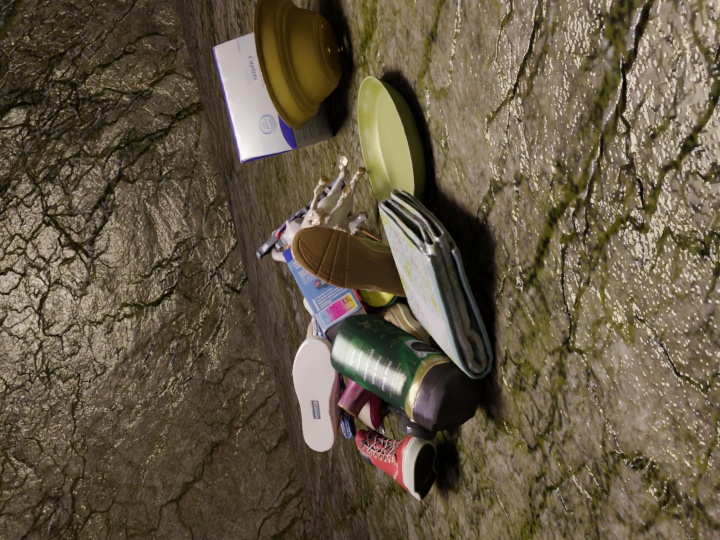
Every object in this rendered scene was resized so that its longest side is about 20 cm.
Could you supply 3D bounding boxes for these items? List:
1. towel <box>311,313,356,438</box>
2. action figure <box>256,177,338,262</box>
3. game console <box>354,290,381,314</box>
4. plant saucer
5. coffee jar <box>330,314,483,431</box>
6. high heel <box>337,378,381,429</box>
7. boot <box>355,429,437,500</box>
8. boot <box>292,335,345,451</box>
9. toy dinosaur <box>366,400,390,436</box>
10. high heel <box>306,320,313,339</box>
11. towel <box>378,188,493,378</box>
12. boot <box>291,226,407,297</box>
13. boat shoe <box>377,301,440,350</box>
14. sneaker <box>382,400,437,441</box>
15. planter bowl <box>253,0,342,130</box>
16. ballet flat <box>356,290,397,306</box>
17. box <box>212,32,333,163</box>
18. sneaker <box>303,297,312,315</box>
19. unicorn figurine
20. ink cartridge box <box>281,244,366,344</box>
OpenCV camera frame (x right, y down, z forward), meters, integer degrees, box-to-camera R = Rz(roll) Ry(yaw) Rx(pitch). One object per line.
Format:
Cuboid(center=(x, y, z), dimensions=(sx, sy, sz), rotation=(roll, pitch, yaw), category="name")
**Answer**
Cuboid(center=(-0.047, 0.177, 1.406), dimensions=(0.147, 0.023, 0.204), rotation=(-107, 1, -77), category="towel")
Cuboid(center=(-0.075, -0.057, 1.434), dimensions=(0.105, 0.200, 0.193), rotation=(47, -175, 23), category="action figure")
Cuboid(center=(0.026, 0.131, 1.456), dimensions=(0.200, 0.031, 0.180), rotation=(-150, 41, -71), category="game console")
Cuboid(center=(0.044, -0.158, 1.072), dimensions=(0.200, 0.031, 0.204), rotation=(164, 91, -75), category="plant saucer")
Cuboid(center=(0.059, 0.132, 1.050), dimensions=(0.198, 0.103, 0.087), rotation=(27, 105, 40), category="coffee jar")
Cuboid(center=(0.015, 0.190, 1.282), dimensions=(0.067, 0.097, 0.200), rotation=(28, 169, 23), category="high heel")
Cuboid(center=(0.046, 0.285, 1.274), dimensions=(0.143, 0.073, 0.201), rotation=(30, 157, 21), category="boot")
Cuboid(center=(-0.060, 0.178, 1.278), dimensions=(0.091, 0.071, 0.204), rotation=(-61, -24, -62), category="boot")
Cuboid(center=(0.011, 0.187, 1.422), dimensions=(0.102, 0.076, 0.204), rotation=(-3, 103, 64), category="toy dinosaur")
Cuboid(center=(-0.057, 0.144, 1.564), dimensions=(0.201, 0.070, 0.145), rotation=(-64, -20, -50), category="high heel")
Cuboid(center=(0.091, 0.014, 0.986), dimensions=(0.172, 0.047, 0.203), rotation=(-126, 15, -58), category="towel")
Cuboid(center=(-0.013, -0.016, 1.141), dimensions=(0.155, 0.196, 0.074), rotation=(-155, 78, -74), category="boot")
Cuboid(center=(0.051, 0.097, 1.214), dimensions=(0.200, 0.075, 0.073), rotation=(-152, 46, -72), category="boat shoe")
Cuboid(center=(0.086, 0.195, 1.240), dimensions=(0.200, 0.074, 0.081), rotation=(-145, 69, -77), category="sneaker")
Cuboid(center=(-0.079, -0.319, 1.204), dimensions=(0.200, 0.082, 0.205), rotation=(-9, -90, -73), category="planter bowl")
Cuboid(center=(0.000, 0.000, 1.303), dimensions=(0.067, 0.067, 0.200), rotation=(34, -173, -25), category="ballet flat")
Cuboid(center=(-0.136, -0.286, 1.313), dimensions=(0.200, 0.103, 0.188), rotation=(-42, -60, -70), category="box")
Cuboid(center=(-0.073, 0.064, 1.692), dimensions=(0.100, 0.077, 0.201), rotation=(61, 170, 22), category="sneaker")
Cuboid(center=(-0.034, -0.091, 1.190), dimensions=(0.074, 0.199, 0.139), rotation=(39, 130, 22), category="unicorn figurine")
Cuboid(center=(-0.052, 0.032, 1.306), dimensions=(0.202, 0.075, 0.137), rotation=(61, 179, 33), category="ink cartridge box")
